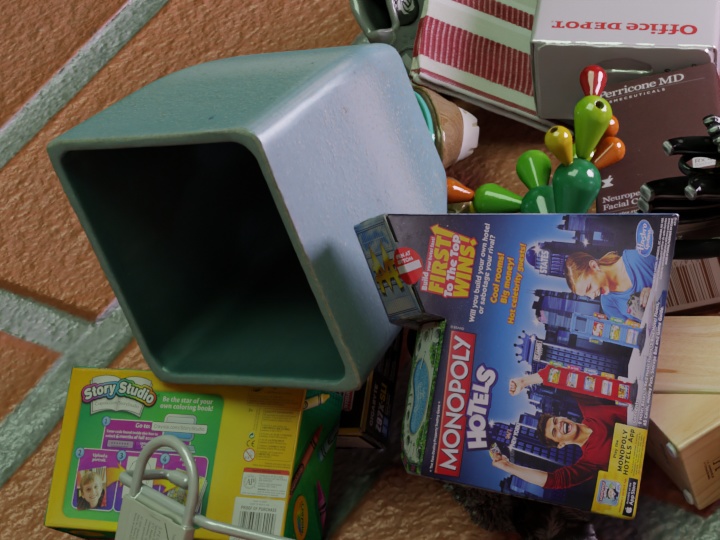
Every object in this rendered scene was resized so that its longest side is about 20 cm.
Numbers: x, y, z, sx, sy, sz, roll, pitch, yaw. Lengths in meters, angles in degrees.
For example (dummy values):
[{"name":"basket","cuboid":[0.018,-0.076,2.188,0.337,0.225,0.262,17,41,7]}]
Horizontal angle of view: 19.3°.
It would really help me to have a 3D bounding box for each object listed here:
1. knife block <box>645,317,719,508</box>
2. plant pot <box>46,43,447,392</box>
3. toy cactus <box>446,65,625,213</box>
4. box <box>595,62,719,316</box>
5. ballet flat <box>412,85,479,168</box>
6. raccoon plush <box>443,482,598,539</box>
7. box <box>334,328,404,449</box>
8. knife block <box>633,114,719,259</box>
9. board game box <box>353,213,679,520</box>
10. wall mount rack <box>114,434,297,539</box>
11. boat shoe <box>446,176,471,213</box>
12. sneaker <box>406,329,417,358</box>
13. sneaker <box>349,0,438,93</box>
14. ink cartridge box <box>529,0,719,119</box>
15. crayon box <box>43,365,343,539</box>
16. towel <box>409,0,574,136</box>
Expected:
[{"name":"knife block","cuboid":[0.262,0.067,1.403,0.175,0.064,0.200,-31,40,-9]},{"name":"plant pot","cuboid":[-0.050,-0.055,1.446,0.196,0.196,0.200,0,32,41]},{"name":"toy cactus","cuboid":[0.129,-0.034,1.507,0.200,0.102,0.165,-51,32,34]},{"name":"box","cuboid":[0.228,-0.058,1.563,0.100,0.075,0.200,-12,40,14]},{"name":"ballet flat","cuboid":[0.050,-0.113,1.692,0.072,0.068,0.200,6,8,-23]},{"name":"raccoon plush","cuboid":[0.091,0.153,1.419,0.097,0.134,0.200,-10,72,-6]},{"name":"box","cuboid":[-0.047,0.031,1.564,0.159,0.049,0.200,-1,68,28]},{"name":"knife block","cuboid":[0.294,-0.043,1.454,0.175,0.200,0.064,-35,46,18]},{"name":"board game box","cuboid":[0.087,0.041,1.330,0.062,0.199,0.201,159,123,-69]},{"name":"wall mount rack","cuboid":[-0.101,0.213,1.384,0.174,0.074,0.201,21,102,43]},{"name":"boat shoe","cuboid":[0.000,-0.002,1.634,0.200,0.063,0.073,-28,47,5]},{"name":"sneaker","cuboid":[0.066,0.033,1.455,0.099,0.071,0.200,-4,-9,-35]},{"name":"sneaker","cuboid":[0.045,-0.247,1.813,0.075,0.116,0.200,-23,36,32]},{"name":"ink cartridge box","cuboid":[0.219,-0.212,1.705,0.144,0.084,0.200,3,45,11]},{"name":"crayon box","cuboid":[-0.119,0.134,1.496,0.200,0.058,0.119,2,74,27]},{"name":"towel","cuboid":[0.118,-0.198,1.752,0.144,0.023,0.200,19,46,-8]}]
